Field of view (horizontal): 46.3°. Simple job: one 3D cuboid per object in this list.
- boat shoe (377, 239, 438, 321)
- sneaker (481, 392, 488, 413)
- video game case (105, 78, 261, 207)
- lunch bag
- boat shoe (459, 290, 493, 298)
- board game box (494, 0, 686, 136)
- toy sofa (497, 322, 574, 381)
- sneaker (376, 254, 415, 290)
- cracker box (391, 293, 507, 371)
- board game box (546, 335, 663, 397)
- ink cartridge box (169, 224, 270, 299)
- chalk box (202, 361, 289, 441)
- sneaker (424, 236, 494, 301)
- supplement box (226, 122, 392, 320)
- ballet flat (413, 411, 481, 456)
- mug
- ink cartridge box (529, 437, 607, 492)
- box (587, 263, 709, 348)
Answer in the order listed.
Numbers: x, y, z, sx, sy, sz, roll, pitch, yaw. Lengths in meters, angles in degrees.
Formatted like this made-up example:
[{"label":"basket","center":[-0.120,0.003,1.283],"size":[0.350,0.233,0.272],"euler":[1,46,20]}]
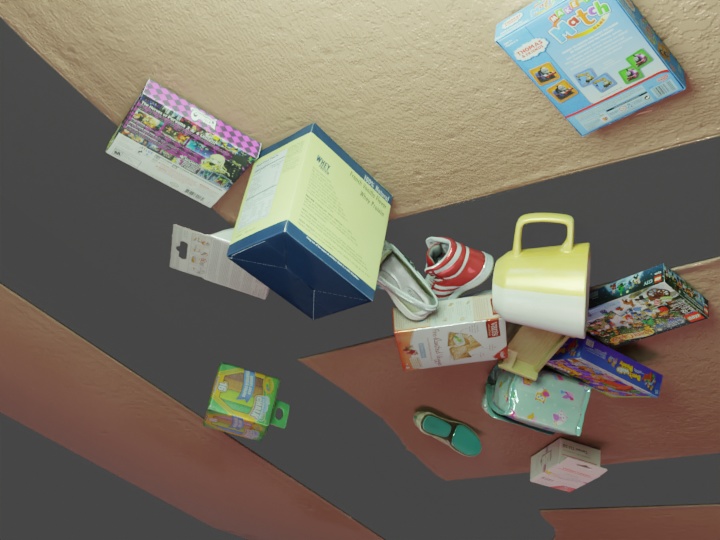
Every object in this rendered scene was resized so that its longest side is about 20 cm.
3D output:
[{"label":"boat shoe","center":[0.052,-0.003,1.424],"size":[0.203,0.074,0.065],"euler":[49,153,1]},{"label":"sneaker","center":[0.362,0.305,1.859],"size":[0.195,0.072,0.080],"euler":[12,163,5]},{"label":"video game case","center":[-0.282,-0.193,1.331],"size":[0.197,0.036,0.181],"euler":[27,144,-22]},{"label":"lunch bag","center":[0.352,0.261,1.719],"size":[0.166,0.125,0.200],"euler":[17,174,-6]},{"label":"boat shoe","center":[0.202,0.086,1.567],"size":[0.196,0.067,0.074],"euler":[-8,142,29]},{"label":"board game box","center":[0.283,-0.263,1.036],"size":[0.150,0.037,0.199],"euler":[-22,135,41]},{"label":"toy sofa","center":[0.323,0.108,1.524],"size":[0.081,0.099,0.201],"euler":[19,147,-1]},{"label":"sneaker","center":[0.000,0.000,1.501],"size":[0.196,0.079,0.080],"euler":[18,156,-10]},{"label":"cracker box","center":[0.161,0.112,1.498],"size":[0.195,0.059,0.135],"euler":[-9,142,7]},{"label":"board game box","center":[0.461,0.188,1.623],"size":[0.197,0.046,0.134],"euler":[26,162,-19]},{"label":"ink cartridge box","center":[-0.251,-0.030,1.567],"size":[0.196,0.051,0.162],"euler":[20,147,-4]},{"label":"chalk box","center":[-0.267,0.325,2.034],"size":[0.195,0.127,0.124],"euler":[16,148,-8]},{"label":"sneaker","center":[0.130,0.010,1.471],"size":[0.111,0.073,0.200],"euler":[23,138,-25]},{"label":"supplement box","center":[-0.072,-0.071,1.292],"size":[0.132,0.204,0.199],"euler":[-18,138,38]},{"label":"ballet flat","center":[0.211,0.390,2.049],"size":[0.198,0.068,0.062],"euler":[33,170,-23]},{"label":"mug","center":[0.297,0.010,1.376],"size":[0.149,0.192,0.149],"euler":[3,175,18]},{"label":"ink cartridge box","center":[0.507,0.470,2.050],"size":[0.114,0.069,0.201],"euler":[17,149,-9]},{"label":"box","center":[0.482,0.067,1.470],"size":[0.135,0.038,0.198],"euler":[31,143,-27]}]
